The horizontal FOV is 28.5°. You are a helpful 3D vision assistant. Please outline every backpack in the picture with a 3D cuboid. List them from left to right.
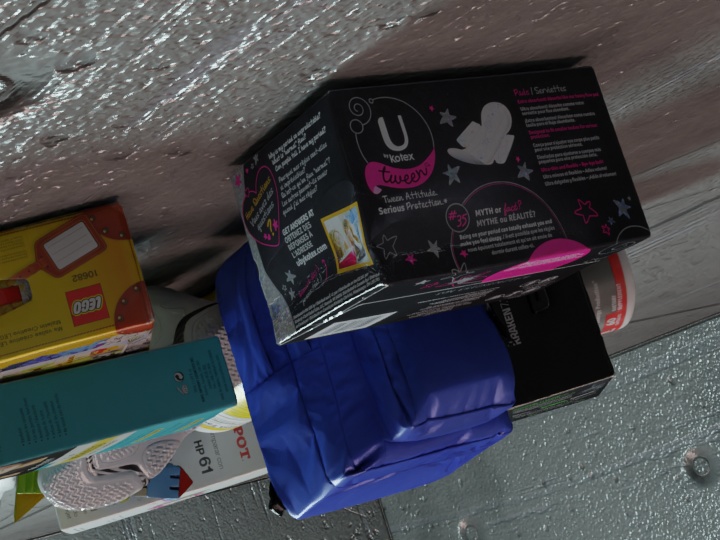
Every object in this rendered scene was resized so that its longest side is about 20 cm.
[{"bbox_3d":[0.008,0.041,0.973,0.162,0.201,0.168,-5,154,-42],"label":"backpack"}]

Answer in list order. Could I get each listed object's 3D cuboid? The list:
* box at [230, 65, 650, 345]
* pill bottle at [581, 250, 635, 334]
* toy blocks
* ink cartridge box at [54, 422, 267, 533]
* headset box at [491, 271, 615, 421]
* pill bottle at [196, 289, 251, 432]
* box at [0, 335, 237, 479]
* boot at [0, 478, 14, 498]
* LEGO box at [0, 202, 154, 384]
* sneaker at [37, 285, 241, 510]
[{"bbox_3d":[0.045,-0.041,0.839,0.199,0.115,0.132,-9,168,-34],"label":"box"},{"bbox_3d":[0.151,0.026,1.358,0.199,0.114,0.114,-16,170,-14],"label":"pill bottle"},{"bbox_3d":[-0.214,0.157,1.172,0.136,0.101,0.200,4,174,-14],"label":"toy blocks"},{"bbox_3d":[-0.193,0.143,1.306,0.199,0.145,0.085,-16,170,-9],"label":"ink cartridge box"},{"bbox_3d":[0.136,0.028,1.181,0.092,0.175,0.200,-17,168,3],"label":"headset box"},{"bbox_3d":[-0.106,0.071,1.172,0.111,0.112,0.200,-8,167,-43],"label":"pill bottle"},{"bbox_3d":[-0.184,0.092,0.891,0.199,0.049,0.082,-12,169,-36],"label":"box"},{"bbox_3d":[-0.345,0.161,1.185,0.095,0.074,0.200,-4,158,-22],"label":"boot"},{"bbox_3d":[-0.234,0.036,0.869,0.199,0.078,0.149,-15,170,-13],"label":"LEGO box"},{"bbox_3d":[-0.173,0.085,1.034,0.115,0.075,0.200,22,-125,40],"label":"sneaker"}]
